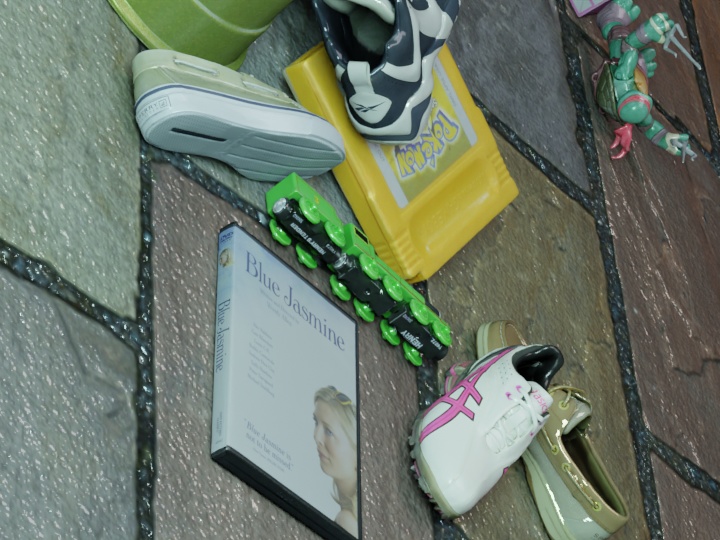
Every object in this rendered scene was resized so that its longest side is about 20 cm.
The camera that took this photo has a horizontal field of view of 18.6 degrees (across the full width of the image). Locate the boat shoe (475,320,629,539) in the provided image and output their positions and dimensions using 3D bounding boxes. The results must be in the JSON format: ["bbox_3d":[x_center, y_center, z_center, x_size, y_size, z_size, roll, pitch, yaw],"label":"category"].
[{"bbox_3d":[0.157,0.125,1.771,0.074,0.066,0.201,-12,76,-62],"label":"boat shoe"}]

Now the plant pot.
[{"bbox_3d":[-0.078,-0.271,1.593,0.200,0.189,0.201,40,33,-34],"label":"plant pot"}]

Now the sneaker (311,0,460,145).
[{"bbox_3d":[0.018,-0.208,1.654,0.130,0.079,0.201,56,45,-63],"label":"sneaker"}]

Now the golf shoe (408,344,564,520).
[{"bbox_3d":[0.096,0.111,1.652,0.073,0.092,0.200,55,29,-15],"label":"golf shoe"}]

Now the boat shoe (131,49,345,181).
[{"bbox_3d":[-0.083,-0.113,1.568,0.199,0.072,0.062,15,55,-52],"label":"boat shoe"}]

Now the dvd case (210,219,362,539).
[{"bbox_3d":[-0.048,0.078,1.510,0.143,0.017,0.201,39,34,-36],"label":"dvd case"}]

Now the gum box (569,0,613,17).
[{"bbox_3d":[0.234,-0.379,2.366,0.201,0.066,0.113,63,28,3],"label":"gum box"}]

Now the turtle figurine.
[{"bbox_3d":[0.285,-0.194,2.247,0.200,0.100,0.151,-97,-178,-59],"label":"turtle figurine"}]

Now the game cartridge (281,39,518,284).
[{"bbox_3d":[0.037,-0.109,1.753,0.176,0.032,0.201,-42,107,-46],"label":"game cartridge"}]

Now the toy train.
[{"bbox_3d":[0.000,0.000,1.646,0.200,0.042,0.057,42,22,-33],"label":"toy train"}]
